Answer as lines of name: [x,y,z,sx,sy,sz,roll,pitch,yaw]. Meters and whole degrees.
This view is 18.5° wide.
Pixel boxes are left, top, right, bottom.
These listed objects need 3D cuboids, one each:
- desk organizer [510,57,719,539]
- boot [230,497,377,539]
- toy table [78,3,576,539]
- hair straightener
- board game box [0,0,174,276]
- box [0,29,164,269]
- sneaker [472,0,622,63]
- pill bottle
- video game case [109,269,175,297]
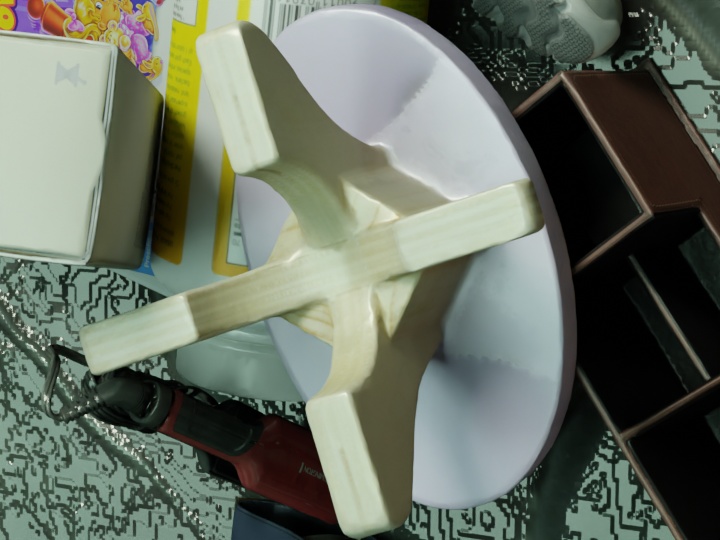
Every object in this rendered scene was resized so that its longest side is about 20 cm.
desk organizer: [0.125,0.018,0.874,0.072,0.077,0.200,-39,74,30]
boot: [-0.013,0.159,0.960,0.200,0.074,0.097,6,90,54]
toy table: [0.000,0.000,0.823,0.183,0.117,0.201,-30,85,24]
hair straightener: [-0.078,0.069,0.945,0.077,0.200,0.041,17,87,34]
board game box: [-0.121,-0.108,1.021,0.134,0.045,0.201,12,102,32]
box: [-0.121,-0.043,0.861,0.068,0.200,0.083,7,88,0]
sneaker: [0.056,-0.176,0.897,0.082,0.075,0.200,-28,75,-11]
pill bottle: [-0.032,-0.050,0.951,0.109,0.109,0.201,14,103,32]
video game case: [-0.102,-0.099,1.048,0.143,0.018,0.201,23,107,29]
